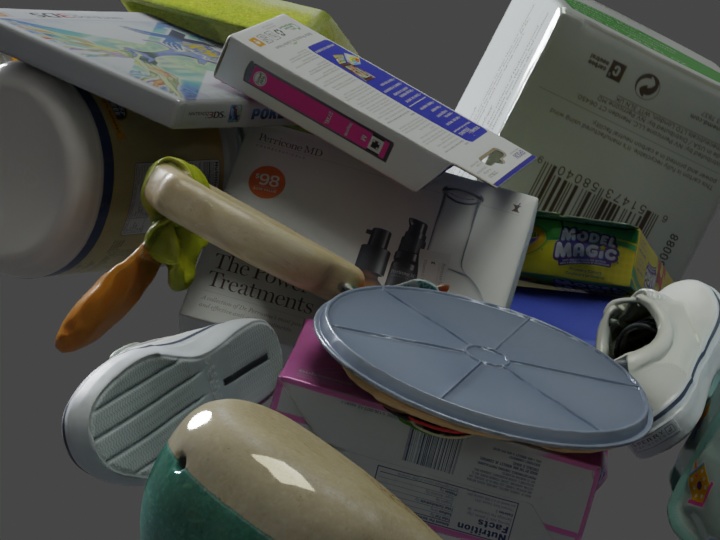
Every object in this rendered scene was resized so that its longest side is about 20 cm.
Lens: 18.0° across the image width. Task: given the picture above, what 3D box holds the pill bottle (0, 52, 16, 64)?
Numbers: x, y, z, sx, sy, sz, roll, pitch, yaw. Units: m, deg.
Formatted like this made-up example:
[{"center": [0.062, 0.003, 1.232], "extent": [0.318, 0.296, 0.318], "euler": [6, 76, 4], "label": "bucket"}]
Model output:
[{"center": [-0.338, -0.121, 1.640], "extent": [0.116, 0.117, 0.199], "euler": [27, 20, 39], "label": "pill bottle"}]

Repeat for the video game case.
[{"center": [-0.134, -0.136, 1.514], "extent": [0.199, 0.022, 0.182], "euler": [25, 19, 32], "label": "video game case"}]

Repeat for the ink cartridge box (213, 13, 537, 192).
[{"center": [0.010, -0.100, 1.462], "extent": [0.199, 0.037, 0.095], "euler": [28, 22, 11], "label": "ink cartridge box"}]

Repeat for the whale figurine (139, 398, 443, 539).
[{"center": [-0.019, 0.145, 1.080], "extent": [0.200, 0.104, 0.159], "euler": [35, 2, -33], "label": "whale figurine"}]

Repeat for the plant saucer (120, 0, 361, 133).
[{"center": [-0.052, -0.139, 1.656], "extent": [0.199, 0.048, 0.200], "euler": [20, -22, 42], "label": "plant saucer"}]

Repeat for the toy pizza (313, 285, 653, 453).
[{"center": [0.067, 0.061, 1.281], "extent": [0.199, 0.032, 0.200], "euler": [15, 17, -5], "label": "toy pizza"}]

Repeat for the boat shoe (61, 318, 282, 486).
[{"center": [-0.116, 0.076, 1.272], "extent": [0.066, 0.074, 0.200], "euler": [-9, 4, 29], "label": "boat shoe"}]

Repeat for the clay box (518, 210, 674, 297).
[{"center": [0.155, -0.001, 1.647], "extent": [0.114, 0.048, 0.200], "euler": [8, -9, 18], "label": "clay box"}]

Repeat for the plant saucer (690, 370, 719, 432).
[{"center": [0.194, 0.073, 1.555], "extent": [0.199, 0.036, 0.200], "euler": [1, 15, 0], "label": "plant saucer"}]

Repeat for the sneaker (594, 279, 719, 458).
[{"center": [0.188, 0.041, 1.427], "extent": [0.071, 0.073, 0.200], "euler": [57, 21, -12], "label": "sneaker"}]

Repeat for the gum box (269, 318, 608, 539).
[{"center": [0.048, 0.099, 1.314], "extent": [0.199, 0.067, 0.114], "euler": [16, 17, 2], "label": "gum box"}]

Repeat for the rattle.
[{"center": [-0.061, 0.027, 1.390], "extent": [0.199, 0.143, 0.130], "euler": [30, -15, -18], "label": "rattle"}]

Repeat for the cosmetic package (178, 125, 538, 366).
[{"center": [0.000, 0.000, 1.470], "extent": [0.199, 0.152, 0.052], "euler": [15, -27, 6], "label": "cosmetic package"}]

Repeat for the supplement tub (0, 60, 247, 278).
[{"center": [-0.174, -0.071, 1.563], "extent": [0.144, 0.145, 0.199], "euler": [25, 18, 33], "label": "supplement tub"}]

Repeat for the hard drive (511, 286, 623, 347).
[{"center": [0.100, 0.037, 1.560], "extent": [0.199, 0.026, 0.132], "euler": [6, 16, 24], "label": "hard drive"}]

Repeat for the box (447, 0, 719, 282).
[{"center": [0.189, -0.106, 1.873], "extent": [0.198, 0.201, 0.171], "euler": [24, 12, -13], "label": "box"}]

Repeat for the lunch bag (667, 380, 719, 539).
[{"center": [0.262, 0.098, 1.317], "extent": [0.121, 0.171, 0.200], "euler": [27, 15, -1], "label": "lunch bag"}]
